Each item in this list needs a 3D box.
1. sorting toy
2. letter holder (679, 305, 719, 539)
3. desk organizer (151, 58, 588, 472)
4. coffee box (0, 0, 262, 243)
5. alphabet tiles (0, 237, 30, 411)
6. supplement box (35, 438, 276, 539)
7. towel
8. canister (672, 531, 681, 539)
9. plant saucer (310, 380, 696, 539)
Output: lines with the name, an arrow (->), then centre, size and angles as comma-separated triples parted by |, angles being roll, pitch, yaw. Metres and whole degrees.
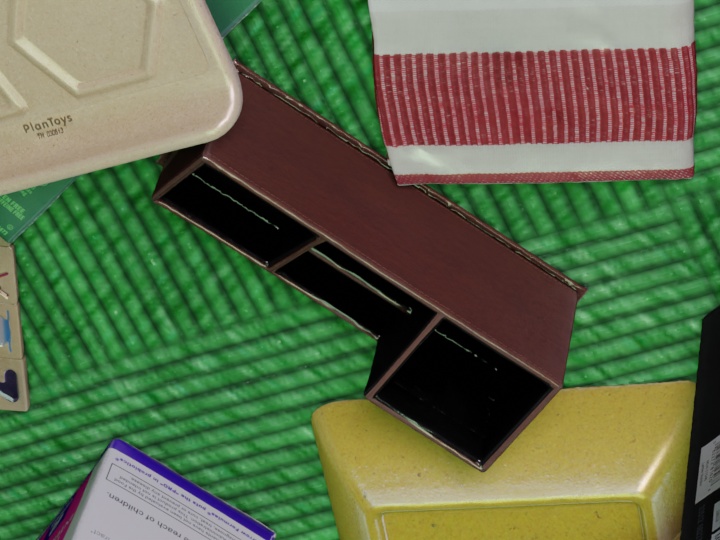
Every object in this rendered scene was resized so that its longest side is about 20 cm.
sorting toy -> -0.163, -0.132, 1.256 | 0.184, 0.037, 0.201 | -13, 113, 22
letter holder -> 0.226, 0.094, 1.285 | 0.142, 0.200, 0.101 | 39, 123, -17
desk organizer -> 0.000, 0.000, 1.339 | 0.199, 0.077, 0.072 | 33, 124, -12
coffee box -> -0.139, -0.113, 1.307 | 0.123, 0.044, 0.200 | 39, 123, -14
alphabet tiles -> -0.247, 0.036, 1.457 | 0.166, 0.008, 0.201 | 4, 126, 8
supplement box -> -0.124, 0.195, 1.424 | 0.103, 0.200, 0.101 | 31, 124, -12
towel -> 0.073, -0.125, 1.273 | 0.143, 0.023, 0.201 | 0, 126, 9
canister -> 0.159, 0.208, 1.393 | 0.200, 0.087, 0.148 | -46, 125, 9
plant saucer -> 0.084, 0.153, 1.448 | 0.199, 0.049, 0.201 | -3, 124, 14
